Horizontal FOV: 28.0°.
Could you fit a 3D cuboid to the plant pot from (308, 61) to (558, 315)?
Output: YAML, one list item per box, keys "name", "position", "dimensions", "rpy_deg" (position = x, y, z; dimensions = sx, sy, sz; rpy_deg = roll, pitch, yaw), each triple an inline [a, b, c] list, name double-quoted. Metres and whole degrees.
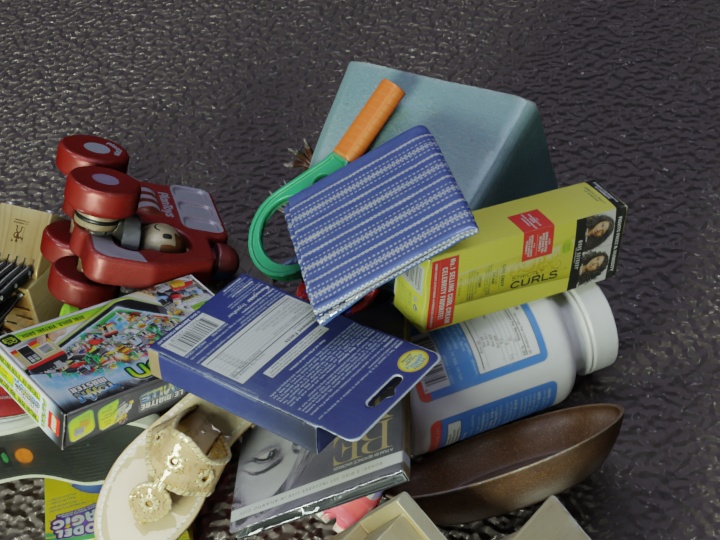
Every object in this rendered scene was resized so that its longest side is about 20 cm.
- name: "plant pot"
  position: [0.053, -0.038, 1.328]
  dimensions: [0.194, 0.196, 0.202]
  rpy_deg: [16, 65, 27]

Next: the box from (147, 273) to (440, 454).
- name: "box"
  position: [-0.050, 0.072, 1.101]
  dimensions: [0.198, 0.033, 0.121]
  rpy_deg: [20, 41, 31]

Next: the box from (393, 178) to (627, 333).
- name: "box"
  position: [0.123, -0.014, 1.183]
  dimensions: [0.198, 0.076, 0.050]
  rpy_deg: [-14, 36, -27]

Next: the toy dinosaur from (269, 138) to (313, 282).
- name: "toy dinosaur"
  position: [-0.030, -0.045, 1.422]
  dimensions: [0.197, 0.106, 0.183]
  rpy_deg: [-11, 47, -15]

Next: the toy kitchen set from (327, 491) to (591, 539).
- name: "toy kitchen set"
  position: [0.067, 0.253, 1.042]
  dimensions: [0.163, 0.180, 0.200]
  rpy_deg: [-40, 88, -32]

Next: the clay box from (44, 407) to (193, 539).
- name: "clay box"
  position: [-0.202, 0.181, 1.196]
  dimensions: [0.113, 0.048, 0.201]
  rpy_deg: [-12, 37, -5]

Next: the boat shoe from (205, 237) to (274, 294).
- name: "boat shoe"
  position: [-0.146, 0.010, 1.387]
  dimensions: [0.074, 0.074, 0.199]
  rpy_deg: [-27, 36, -29]

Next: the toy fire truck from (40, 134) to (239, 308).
- name: "toy fire truck"
  position: [-0.197, -0.038, 1.313]
  dimensions: [0.166, 0.114, 0.200]
  rpy_deg: [7, 22, -20]

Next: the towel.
- name: "towel"
  position: [0.012, -0.041, 1.156]
  dimensions: [0.144, 0.024, 0.201]
  rpy_deg: [-30, 29, 6]

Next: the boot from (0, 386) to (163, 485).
- name: "boot"
  position: [-0.246, 0.109, 1.206]
  dimensions: [0.197, 0.073, 0.145]
  rpy_deg: [-4, 32, 9]

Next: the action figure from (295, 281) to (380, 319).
- name: "action figure"
  position: [0.000, 0.000, 1.218]
  dimensions: [0.199, 0.052, 0.066]
  rpy_deg: [-41, 70, 18]

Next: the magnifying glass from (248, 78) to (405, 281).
- name: "magnifying glass"
  position: [-0.027, -0.080, 1.265]
  dimensions: [0.079, 0.022, 0.201]
  rpy_deg: [33, 88, 30]

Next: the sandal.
- name: "sandal"
  position: [-0.129, 0.128, 1.101]
  dimensions: [0.077, 0.070, 0.212]
  rpy_deg: [38, 67, 9]

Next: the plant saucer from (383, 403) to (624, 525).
- name: "plant saucer"
  position: [0.116, 0.154, 1.123]
  dimensions: [0.198, 0.037, 0.200]
  rpy_deg: [-20, 1, 0]

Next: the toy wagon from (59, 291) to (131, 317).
- name: "toy wagon"
  position: [-0.193, 0.056, 1.304]
  dimensions: [0.153, 0.040, 0.200]
  rpy_deg: [10, 16, -26]

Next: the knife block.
- name: "knife block"
  position: [-0.321, 0.031, 1.411]
  dimensions: [0.063, 0.178, 0.200]
  rpy_deg: [12, -4, 22]

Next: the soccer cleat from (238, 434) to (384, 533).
- name: "soccer cleat"
  position: [-0.039, 0.144, 1.174]
  dimensions: [0.077, 0.067, 0.200]
  rpy_deg: [-46, 32, -7]

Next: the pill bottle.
- name: "pill bottle"
  position: [0.115, 0.074, 1.230]
  dimensions: [0.197, 0.113, 0.113]
  rpy_deg: [-17, 38, -15]

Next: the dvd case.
- name: "dvd case"
  position: [-0.028, 0.111, 1.136]
  dimensions: [0.147, 0.016, 0.201]
  rpy_deg: [-22, 35, 18]

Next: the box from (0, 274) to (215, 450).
- name: "box"
  position: [-0.185, 0.069, 1.164]
  dimensions: [0.199, 0.035, 0.110]
  rpy_deg: [-20, 44, -41]
